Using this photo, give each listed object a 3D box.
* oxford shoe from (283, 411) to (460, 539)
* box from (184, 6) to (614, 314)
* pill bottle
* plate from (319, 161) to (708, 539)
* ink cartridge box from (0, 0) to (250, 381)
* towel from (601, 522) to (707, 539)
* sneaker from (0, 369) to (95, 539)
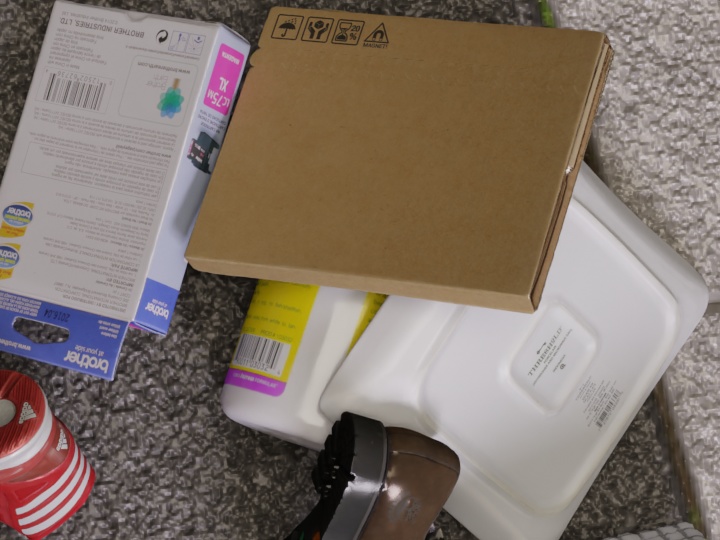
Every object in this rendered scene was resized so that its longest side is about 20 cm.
[{"bbox_3d":[0.001,0.163,1.473,0.084,0.200,0.073,11,45,-18],"label":"oxford shoe"},{"bbox_3d":[0.020,-0.062,1.452,0.199,0.021,0.164,7,63,23],"label":"box"},{"bbox_3d":[0.000,0.000,1.513,0.104,0.104,0.201,19,84,-3],"label":"pill bottle"},{"bbox_3d":[0.096,0.044,1.497,0.200,0.032,0.200,41,79,-38],"label":"plate"},{"bbox_3d":[-0.142,-0.043,1.509,0.119,0.042,0.201,12,81,33],"label":"ink cartridge box"},{"bbox_3d":[0.137,0.214,1.454,0.164,0.200,0.086,-9,106,-16],"label":"towel"},{"bbox_3d":[-0.237,0.112,1.499,0.199,0.116,0.079,1,55,29],"label":"sneaker"}]
